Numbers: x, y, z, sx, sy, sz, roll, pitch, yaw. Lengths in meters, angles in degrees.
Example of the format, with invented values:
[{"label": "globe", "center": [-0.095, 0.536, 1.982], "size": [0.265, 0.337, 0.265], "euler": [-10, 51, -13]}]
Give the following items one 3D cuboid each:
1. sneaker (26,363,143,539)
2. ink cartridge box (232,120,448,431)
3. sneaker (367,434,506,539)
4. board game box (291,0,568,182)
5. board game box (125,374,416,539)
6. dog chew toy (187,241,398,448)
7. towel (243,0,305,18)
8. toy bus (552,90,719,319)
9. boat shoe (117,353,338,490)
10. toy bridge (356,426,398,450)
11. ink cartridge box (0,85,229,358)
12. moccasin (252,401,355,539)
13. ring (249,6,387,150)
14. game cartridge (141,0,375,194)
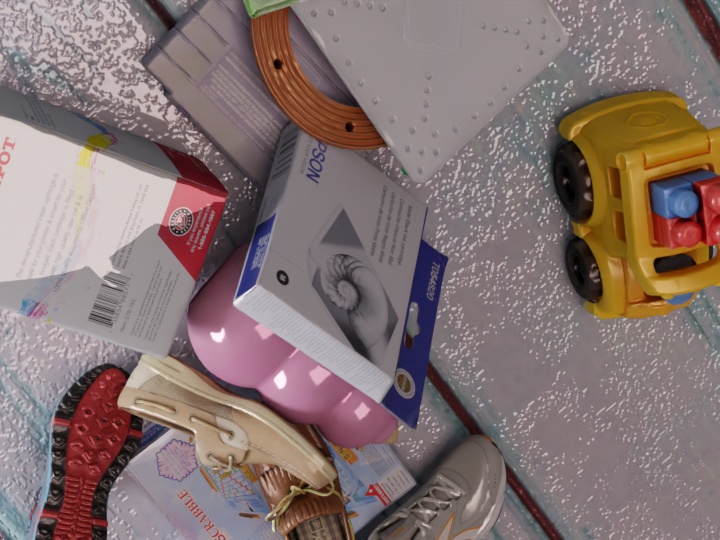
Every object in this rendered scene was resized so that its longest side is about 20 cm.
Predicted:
[{"label": "sneaker", "center": [-0.250, 0.177, 1.437], "size": [0.079, 0.095, 0.202], "euler": [23, 72, -23]}, {"label": "ink cartridge box", "center": [0.000, 0.000, 1.379], "size": [0.199, 0.201, 0.040], "euler": [36, 134, -25]}, {"label": "sneaker", "center": [0.060, 0.234, 1.529], "size": [0.201, 0.075, 0.092], "euler": [-57, 149, -4]}, {"label": "board game box", "center": [0.056, -0.212, 1.409], "size": [0.200, 0.026, 0.201], "euler": [-43, 110, -19]}, {"label": "board game box", "center": [-0.082, 0.177, 1.509], "size": [0.199, 0.041, 0.201], "euler": [-37, 113, -5]}, {"label": "dog chew toy", "center": [-0.049, 0.070, 1.403], "size": [0.200, 0.125, 0.125], "euler": [42, 91, -6]}, {"label": "towel", "center": [-0.020, -0.290, 1.355], "size": [0.198, 0.150, 0.031], "euler": [-20, 155, -8]}, {"label": "toy bus", "center": [0.271, -0.039, 1.477], "size": [0.134, 0.192, 0.202], "euler": [-15, 112, -14]}, {"label": "boat shoe", "center": [-0.111, 0.137, 1.398], "size": [0.199, 0.071, 0.065], "euler": [28, 76, 19]}, {"label": "toy bridge", "center": [0.006, 0.059, 1.481], "size": [0.066, 0.027, 0.203], "euler": [2, 93, -29]}, {"label": "ink cartridge box", "center": [-0.232, -0.043, 1.339], "size": [0.198, 0.145, 0.147], "euler": [20, 100, -22]}, {"label": "moccasin", "center": [-0.047, 0.208, 1.452], "size": [0.073, 0.078, 0.204], "euler": [-15, 94, -6]}, {"label": "ring", "center": [-0.006, -0.202, 1.404], "size": [0.198, 0.019, 0.203], "euler": [1, 88, -30]}, {"label": "game cartridge", "center": [-0.076, -0.149, 1.419], "size": [0.130, 0.038, 0.200], "euler": [-44, 114, 3]}]
